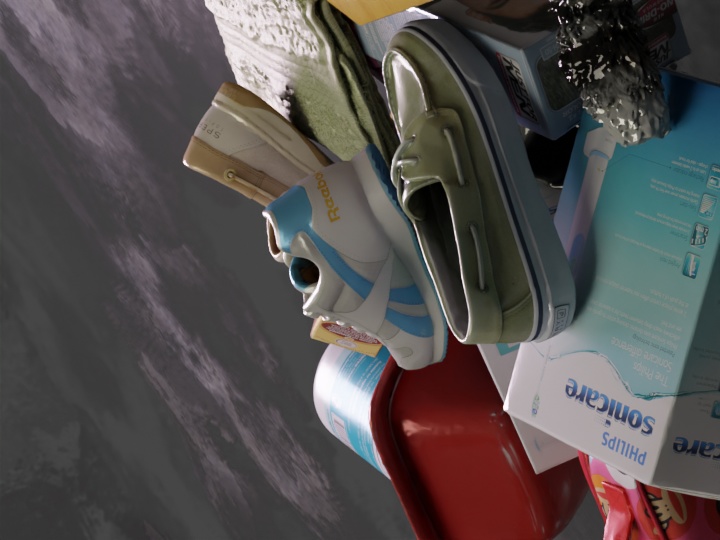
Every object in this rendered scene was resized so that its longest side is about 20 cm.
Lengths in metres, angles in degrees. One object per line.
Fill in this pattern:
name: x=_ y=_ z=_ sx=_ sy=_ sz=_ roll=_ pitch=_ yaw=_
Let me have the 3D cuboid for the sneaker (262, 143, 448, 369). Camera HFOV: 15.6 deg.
sneaker: x=0.000 y=0.000 z=1.584 sx=0.200 sy=0.080 sz=0.077 roll=65 pitch=-177 yaw=-54

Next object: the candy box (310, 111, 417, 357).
candy box: x=0.017 y=-0.024 z=1.822 sx=0.056 sy=0.117 sz=0.200 roll=17 pitch=161 yaw=-3

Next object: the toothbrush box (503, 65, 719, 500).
toothbrush box: x=0.165 y=0.002 z=1.344 sx=0.146 sy=0.085 sz=0.201 roll=23 pitch=99 yaw=59

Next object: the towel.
towel: x=-0.046 y=-0.141 z=1.615 sx=0.200 sy=0.036 sz=0.149 roll=37 pitch=154 yaw=57

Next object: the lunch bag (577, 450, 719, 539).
lunch bag: x=0.210 y=0.135 z=1.499 sx=0.082 sy=0.176 sz=0.201 roll=22 pitch=141 yaw=56

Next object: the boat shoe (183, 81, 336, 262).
boat shoe: x=-0.034 y=-0.036 z=1.651 sx=0.200 sy=0.069 sz=0.074 roll=41 pitch=176 yaw=-28

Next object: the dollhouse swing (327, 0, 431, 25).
dollhouse swing: x=0.008 y=-0.261 z=1.405 sx=0.176 sy=0.182 sz=0.200 roll=39 pitch=167 yaw=-14

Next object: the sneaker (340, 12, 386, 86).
sneaker: x=0.013 y=-0.191 z=1.567 sx=0.081 sy=0.088 sz=0.201 roll=44 pitch=161 yaw=53

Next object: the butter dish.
butter dish: x=0.113 y=0.095 z=1.747 sx=0.147 sy=0.200 sz=0.200 roll=2 pitch=135 yaw=30

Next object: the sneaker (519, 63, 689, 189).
sneaker: x=0.111 y=-0.092 z=1.493 sx=0.200 sy=0.090 sz=0.067 roll=28 pitch=147 yaw=57

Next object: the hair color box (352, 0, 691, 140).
hair color box: x=0.081 y=-0.145 z=1.462 sx=0.200 sy=0.099 sz=0.061 roll=31 pitch=148 yaw=54

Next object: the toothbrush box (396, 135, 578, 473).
toothbrush box: x=0.098 y=0.002 z=1.577 sx=0.200 sy=0.085 sz=0.147 roll=-111 pitch=-4 yaw=-61

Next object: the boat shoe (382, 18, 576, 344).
boat shoe: x=0.050 y=-0.050 z=1.372 sx=0.201 sy=0.062 sz=0.072 roll=66 pitch=150 yaw=29

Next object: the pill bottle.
pill bottle: x=0.058 y=0.116 z=1.990 sx=0.200 sy=0.111 sz=0.111 roll=34 pitch=153 yaw=49

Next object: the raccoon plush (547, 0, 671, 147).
raccoon plush: x=0.131 y=-0.176 z=1.268 sx=0.201 sy=0.096 sz=0.134 roll=60 pitch=161 yaw=9
